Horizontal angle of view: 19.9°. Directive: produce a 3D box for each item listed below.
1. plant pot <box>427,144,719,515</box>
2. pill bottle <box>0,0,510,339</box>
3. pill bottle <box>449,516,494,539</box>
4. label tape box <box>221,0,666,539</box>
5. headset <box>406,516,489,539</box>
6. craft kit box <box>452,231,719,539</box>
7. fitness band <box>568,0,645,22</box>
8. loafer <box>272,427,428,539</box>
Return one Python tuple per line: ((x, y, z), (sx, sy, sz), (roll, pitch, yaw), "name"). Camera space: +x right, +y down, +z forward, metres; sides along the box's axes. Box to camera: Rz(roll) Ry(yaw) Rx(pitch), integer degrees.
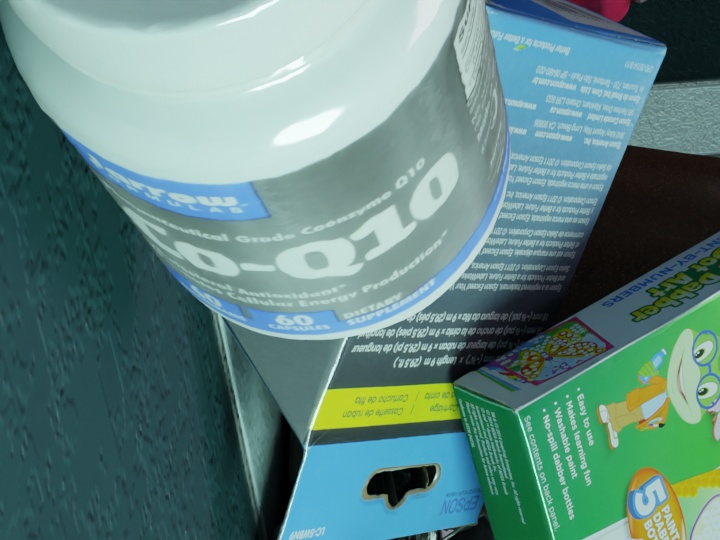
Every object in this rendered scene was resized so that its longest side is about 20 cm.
((0.134, 0.027, 0.945), (0.200, 0.197, 0.202), (4, 90, -71), "plant pot")
((-0.025, -0.061, 0.514), (0.200, 0.113, 0.115), (63, 24, -70), "pill bottle")
((0.104, 0.223, 1.329), (0.200, 0.115, 0.117), (-81, 165, -63), "pill bottle")
((0.020, -0.005, 0.741), (0.144, 0.063, 0.201), (2, 113, -56), "label tape box")
((0.069, 0.105, 1.149), (0.200, 0.123, 0.095), (-34, 120, -58), "headset")
((0.145, 0.091, 0.796), (0.048, 0.197, 0.201), (16, -51, 53), "craft kit box")
((0.078, -0.192, 0.926), (0.144, 0.037, 0.200), (52, -9, 36), "fitness band")
((0.002, 0.100, 0.818), (0.200, 0.062, 0.072), (-81, 165, -61), "loafer")
